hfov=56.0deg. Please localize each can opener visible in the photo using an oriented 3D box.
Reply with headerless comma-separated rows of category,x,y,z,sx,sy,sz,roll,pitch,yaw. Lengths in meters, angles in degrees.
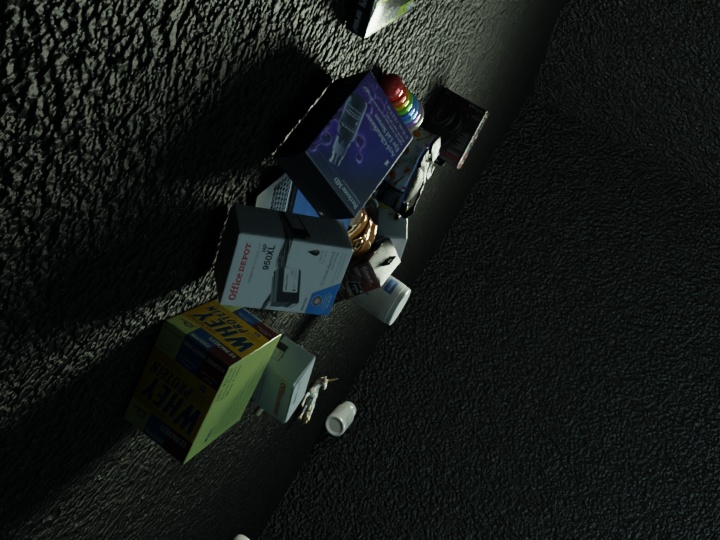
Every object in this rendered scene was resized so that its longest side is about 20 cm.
can opener,0.023,-0.151,1.823,0.067,0.053,0.201,-52,168,-27

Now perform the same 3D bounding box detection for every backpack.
backpack,0.115,-0.268,1.685,0.202,0.152,0.192,-59,179,-35

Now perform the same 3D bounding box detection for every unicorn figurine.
unicorn figurine,-0.180,0.481,2.540,0.201,0.073,0.138,-51,-173,43

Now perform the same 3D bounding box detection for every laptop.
laptop,-0.107,-0.087,1.243,0.200,0.114,0.190,-49,164,-44

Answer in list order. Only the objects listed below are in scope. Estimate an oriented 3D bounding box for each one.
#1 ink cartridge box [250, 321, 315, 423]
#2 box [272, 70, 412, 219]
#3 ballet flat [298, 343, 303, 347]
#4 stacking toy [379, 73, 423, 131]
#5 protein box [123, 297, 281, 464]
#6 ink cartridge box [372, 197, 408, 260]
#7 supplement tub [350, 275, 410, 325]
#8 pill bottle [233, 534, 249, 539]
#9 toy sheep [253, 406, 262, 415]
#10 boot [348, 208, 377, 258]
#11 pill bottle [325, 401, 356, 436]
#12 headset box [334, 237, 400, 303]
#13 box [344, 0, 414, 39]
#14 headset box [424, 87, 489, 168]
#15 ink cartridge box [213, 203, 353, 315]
ink cartridge box,-0.196,0.183,1.325,0.083,0.197,0.148,-47,165,-42
box,-0.027,-0.209,1.144,0.103,0.148,0.202,4,-127,51
ballet flat,-0.196,0.278,1.916,0.200,0.072,0.074,-41,159,-60
stacking toy,0.081,-0.370,1.477,0.087,0.084,0.200,-59,163,3
protein box,-0.267,0.179,1.166,0.202,0.133,0.200,-62,169,17
ink cartridge box,0.080,-0.140,1.815,0.146,0.081,0.205,102,-7,-63
supplement tub,0.041,0.059,2.064,0.133,0.197,0.132,-54,168,-17
pill bottle,-0.504,1.132,2.617,0.200,0.118,0.121,-45,163,-51
toy sheep,-0.212,0.298,1.748,0.200,0.138,0.138,-45,170,6
boot,-0.046,-0.058,1.579,0.203,0.076,0.155,-61,149,-1
pill bottle,-0.096,0.755,3.476,0.116,0.113,0.200,-63,168,22
headset box,0.000,0.000,1.691,0.197,0.076,0.149,-21,-165,31
box,0.059,-0.501,1.104,0.200,0.047,0.195,-49,167,-46
headset box,0.268,-0.411,2.002,0.203,0.147,0.077,-61,168,13
ink cartridge box,-0.129,-0.014,1.114,0.085,0.195,0.147,-113,-142,-48
